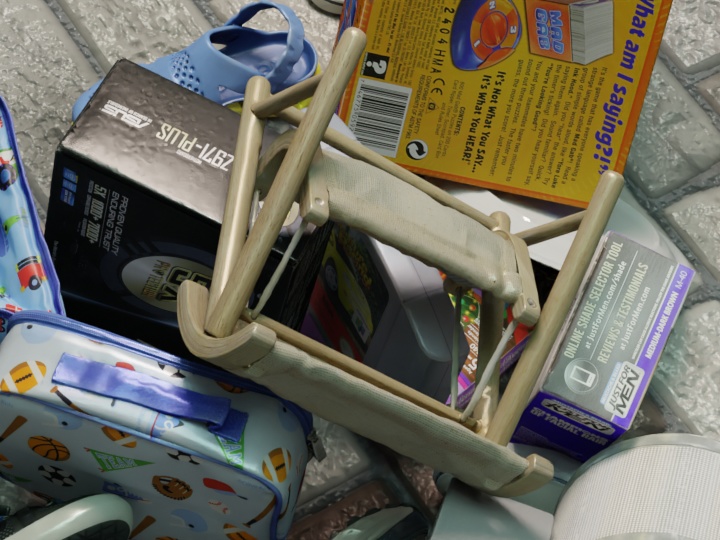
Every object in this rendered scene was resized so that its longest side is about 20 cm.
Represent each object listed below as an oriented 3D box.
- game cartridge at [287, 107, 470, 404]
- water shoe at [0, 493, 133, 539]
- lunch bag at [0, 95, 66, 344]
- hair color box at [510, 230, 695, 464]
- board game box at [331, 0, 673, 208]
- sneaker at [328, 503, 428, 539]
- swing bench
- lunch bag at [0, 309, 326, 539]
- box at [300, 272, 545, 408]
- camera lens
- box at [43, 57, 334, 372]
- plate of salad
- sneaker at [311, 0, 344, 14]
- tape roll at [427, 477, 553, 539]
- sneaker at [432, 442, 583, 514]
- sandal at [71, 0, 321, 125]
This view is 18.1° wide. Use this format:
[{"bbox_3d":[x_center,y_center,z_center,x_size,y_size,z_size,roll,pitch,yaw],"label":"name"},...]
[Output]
[{"bbox_3d":[0.000,0.000,1.443,0.041,0.133,0.201,-16,62,-28],"label":"game cartridge"},{"bbox_3d":[-0.228,0.162,1.318,0.199,0.072,0.079,-28,60,10],"label":"water shoe"},{"bbox_3d":[-0.239,-0.012,1.432,0.093,0.151,0.201,0,56,-13],"label":"lunch bag"},{"bbox_3d":[0.145,0.058,1.428,0.064,0.200,0.110,24,76,3],"label":"hair color box"},{"bbox_3d":[0.095,-0.186,1.556,0.198,0.201,0.200,12,25,-5],"label":"board game box"},{"bbox_3d":[-0.020,0.227,1.376,0.086,0.078,0.200,43,67,11],"label":"sneaker"},{"bbox_3d":[0.017,0.005,1.279,0.198,0.130,0.201,27,67,-24],"label":"swing bench"},{"bbox_3d":[-0.120,0.097,1.313,0.199,0.161,0.076,16,60,5],"label":"lunch bag"},{"bbox_3d":[0.016,0.009,1.545,0.200,0.039,0.137,42,58,16],"label":"box"},{"bbox_3d":[0.176,0.203,1.306,0.159,0.161,0.200,22,33,3],"label":"camera lens"},{"bbox_3d":[-0.111,-0.011,1.431,0.163,0.200,0.086,26,53,5],"label":"box"},{"bbox_3d":[0.132,-0.027,1.561,0.199,0.048,0.200,19,20,-7],"label":"plate of salad"},{"bbox_3d":[0.043,-0.265,1.716,0.199,0.080,0.079,-29,68,-26],"label":"sneaker"},{"bbox_3d":[0.048,0.225,1.309,0.066,0.201,0.201,21,54,4],"label":"tape roll"},{"bbox_3d":[0.137,0.169,1.445,0.199,0.073,0.071,20,56,3],"label":"sneaker"},{"bbox_3d":[-0.113,-0.137,1.588,0.199,0.087,0.080,-26,67,-25],"label":"sandal"}]
